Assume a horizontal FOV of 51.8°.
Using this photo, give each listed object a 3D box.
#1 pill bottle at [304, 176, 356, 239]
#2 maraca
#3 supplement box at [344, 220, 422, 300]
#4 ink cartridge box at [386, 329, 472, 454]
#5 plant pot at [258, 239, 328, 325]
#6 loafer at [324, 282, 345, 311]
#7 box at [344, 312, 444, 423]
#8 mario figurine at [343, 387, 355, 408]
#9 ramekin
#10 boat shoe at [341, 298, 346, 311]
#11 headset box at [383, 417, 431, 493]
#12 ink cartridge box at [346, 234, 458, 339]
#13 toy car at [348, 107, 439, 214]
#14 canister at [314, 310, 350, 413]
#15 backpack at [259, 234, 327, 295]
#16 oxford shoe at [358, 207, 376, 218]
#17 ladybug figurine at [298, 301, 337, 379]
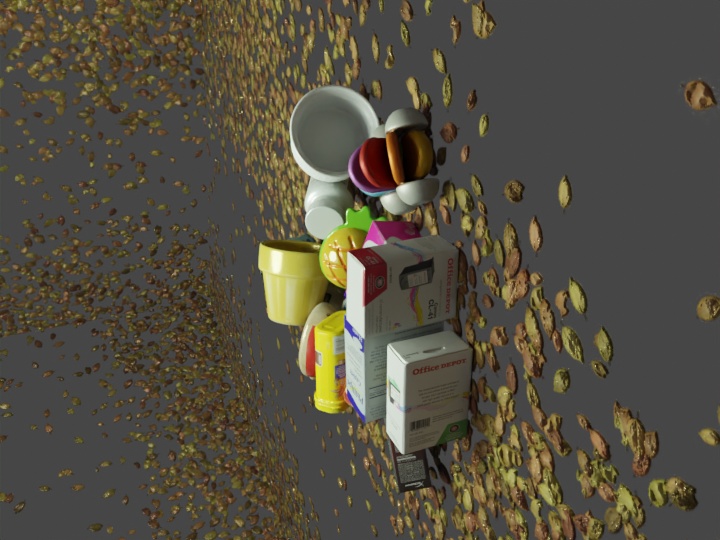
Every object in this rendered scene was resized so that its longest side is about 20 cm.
[{"bbox_3d":[-0.069,-0.166,1.701,0.201,0.112,0.116,-81,-1,-50],"label":"pill bottle"},{"bbox_3d":[-0.011,-0.046,1.604,0.201,0.136,0.107,-58,5,28],"label":"maraca"},{"bbox_3d":[0.053,0.007,1.521,0.102,0.102,0.202,61,143,41],"label":"supplement box"},{"bbox_3d":[0.128,0.228,1.407,0.084,0.143,0.203,-135,40,-57],"label":"ink cartridge box"},{"bbox_3d":[-0.164,0.031,1.880,0.200,0.198,0.192,-150,65,-65],"label":"plant pot"},{"bbox_3d":[-0.071,0.029,1.969,0.076,0.067,0.203,-137,41,-58],"label":"loafer"},{"bbox_3d":[0.067,0.177,1.496,0.105,0.181,0.203,-141,45,-57],"label":"box"},{"bbox_3d":[0.007,0.239,1.652,0.124,0.104,0.202,-76,6,-52],"label":"mario figurine"},{"bbox_3d":[-0.060,-0.291,1.615,0.098,0.197,0.204,154,105,-76],"label":"ramekin"},{"bbox_3d":[-0.015,0.170,1.881,0.072,0.071,0.203,-147,50,-62],"label":"boat shoe"},{"bbox_3d":[0.095,0.356,1.605,0.149,0.076,0.204,-151,50,-88],"label":"headset box"},{"bbox_3d":[0.077,0.028,1.373,0.086,0.197,0.150,-136,41,-57],"label":"ink cartridge box"},{"bbox_3d":[0.052,-0.200,1.405,0.200,0.148,0.178,159,100,-70],"label":"toy car"},{"bbox_3d":[-0.050,0.214,1.768,0.085,0.148,0.203,10,112,27],"label":"canister"},{"bbox_3d":[-0.157,0.019,2.058,0.201,0.181,0.135,53,133,25],"label":"backpack"},{"bbox_3d":[0.026,-0.079,1.671,0.200,0.057,0.076,-129,38,-49],"label":"oxford shoe"},{"bbox_3d":[-0.094,0.181,1.849,0.071,0.135,0.203,20,110,27],"label":"ladybug figurine"}]
